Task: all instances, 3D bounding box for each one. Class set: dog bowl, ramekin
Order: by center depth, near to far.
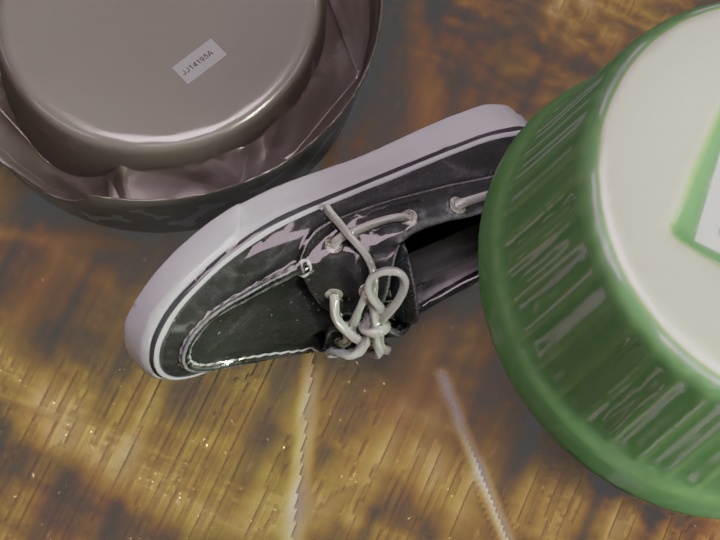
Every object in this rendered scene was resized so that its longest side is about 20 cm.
[{"bbox_3d":[0.155,-0.010,0.991,0.199,0.098,0.201,6,68,-15],"label":"ramekin"},{"bbox_3d":[-0.088,-0.106,1.100,0.199,0.059,0.201,-1,65,2],"label":"dog bowl"}]

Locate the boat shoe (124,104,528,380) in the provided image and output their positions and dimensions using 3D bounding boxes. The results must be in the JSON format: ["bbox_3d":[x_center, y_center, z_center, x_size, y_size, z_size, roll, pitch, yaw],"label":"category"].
[{"bbox_3d":[0.000,0.002,1.037,0.199,0.074,0.068,-23,51,-19],"label":"boat shoe"}]
